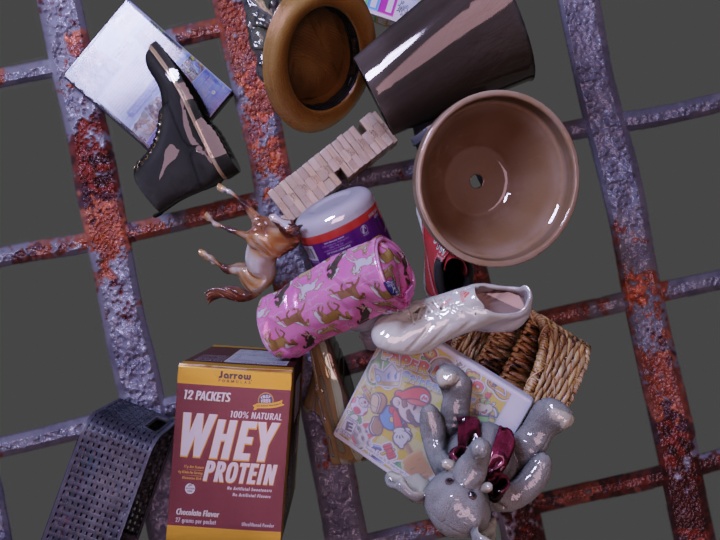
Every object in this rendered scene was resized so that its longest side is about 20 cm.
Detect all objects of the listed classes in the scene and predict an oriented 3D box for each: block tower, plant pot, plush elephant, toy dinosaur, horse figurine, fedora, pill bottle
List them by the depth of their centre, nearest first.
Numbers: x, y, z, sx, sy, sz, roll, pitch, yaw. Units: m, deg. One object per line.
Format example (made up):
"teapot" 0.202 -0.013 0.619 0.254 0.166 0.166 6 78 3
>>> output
"plush elephant" 0.120 0.221 0.705 0.163 0.155 0.203 23 101 16
"plant pot" 0.154 -0.110 0.786 0.197 0.093 0.205 -1 98 -8
"pill bottle" 0.000 0.000 0.856 0.111 0.113 0.202 -26 109 -2
"horse figurine" -0.151 -0.022 0.861 0.131 0.050 0.201 28 130 4
"fedora" -0.068 -0.289 0.863 0.081 0.200 0.202 35 87 36
"block tower" -0.041 -0.139 0.900 0.199 0.054 0.058 -40 89 -2
"toy dinosaur" -0.128 -0.359 0.908 0.087 0.047 0.203 -19 86 5

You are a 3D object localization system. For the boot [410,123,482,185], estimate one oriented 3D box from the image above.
"boot" 0.171 -0.117 0.874 0.163 0.065 0.203 -26 92 -33

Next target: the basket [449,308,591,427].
"basket" 0.188 0.146 0.857 0.148 0.143 0.202 31 88 -2

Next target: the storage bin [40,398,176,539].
"storage bin" -0.324 0.285 0.843 0.092 0.135 0.203 19 89 -1

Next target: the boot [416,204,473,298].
"boot" 0.117 -0.056 0.858 0.071 0.144 0.204 -2 88 -1

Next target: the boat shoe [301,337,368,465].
"boat shoe" -0.048 0.174 0.890 0.075 0.072 0.203 -18 90 10

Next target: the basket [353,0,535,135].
"basket" 0.103 -0.274 0.839 0.198 0.137 0.181 -29 128 7

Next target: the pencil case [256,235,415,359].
"pencil case" -0.033 0.037 0.773 0.198 0.083 0.088 -26 49 26

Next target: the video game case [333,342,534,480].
"video game case" 0.086 0.184 0.809 0.198 0.023 0.184 31 103 16

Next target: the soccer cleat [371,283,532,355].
"soccer cleat" 0.109 0.050 0.768 0.196 0.078 0.070 -9 59 -8

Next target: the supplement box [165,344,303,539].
"supplement box" -0.148 0.207 0.817 0.130 0.200 0.201 4 89 -1

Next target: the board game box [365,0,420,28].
"board game box" 0.028 -0.424 0.917 0.197 0.034 0.137 17 89 -1

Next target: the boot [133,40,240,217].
"boot" -0.270 -0.187 0.870 0.137 0.077 0.202 -30 90 3

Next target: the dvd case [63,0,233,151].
"dvd case" -0.298 -0.262 0.913 0.199 0.018 0.143 41 89 -1
